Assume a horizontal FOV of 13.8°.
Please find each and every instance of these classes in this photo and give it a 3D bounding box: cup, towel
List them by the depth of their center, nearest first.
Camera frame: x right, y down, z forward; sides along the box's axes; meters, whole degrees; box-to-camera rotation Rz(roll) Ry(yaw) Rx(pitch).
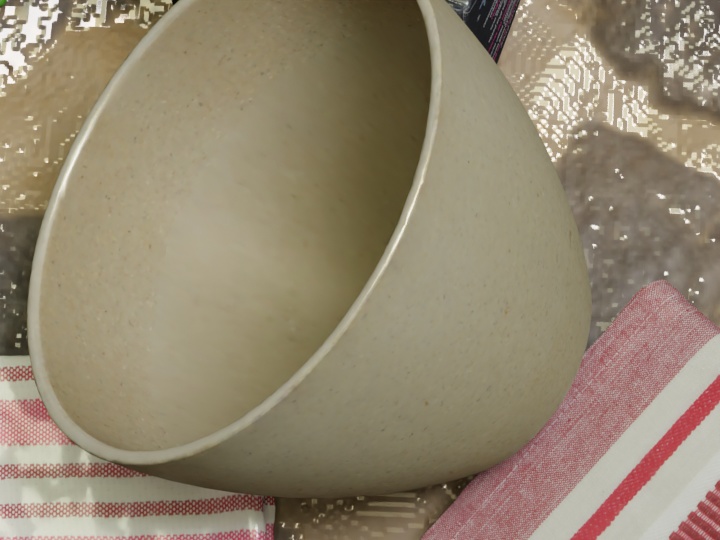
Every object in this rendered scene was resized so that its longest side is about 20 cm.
[{"bbox_3d":[0.124,0.112,1.044,0.144,0.023,0.200,-48,55,2],"label":"towel"},{"bbox_3d":[0.000,0.000,1.057,0.200,0.143,0.201,-27,49,35],"label":"cup"},{"bbox_3d":[-0.103,0.124,1.096,0.146,0.030,0.201,-2,71,2],"label":"towel"}]

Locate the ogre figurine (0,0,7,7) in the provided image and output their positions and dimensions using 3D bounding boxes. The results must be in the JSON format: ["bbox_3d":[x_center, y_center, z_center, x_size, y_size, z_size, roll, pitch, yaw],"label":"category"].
[{"bbox_3d":[-0.145,-0.155,1.145,0.200,0.120,0.098,-32,72,-8],"label":"ogre figurine"}]

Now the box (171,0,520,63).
[{"bbox_3d":[0.015,-0.180,1.149,0.132,0.115,0.201,17,72,10],"label":"box"}]
